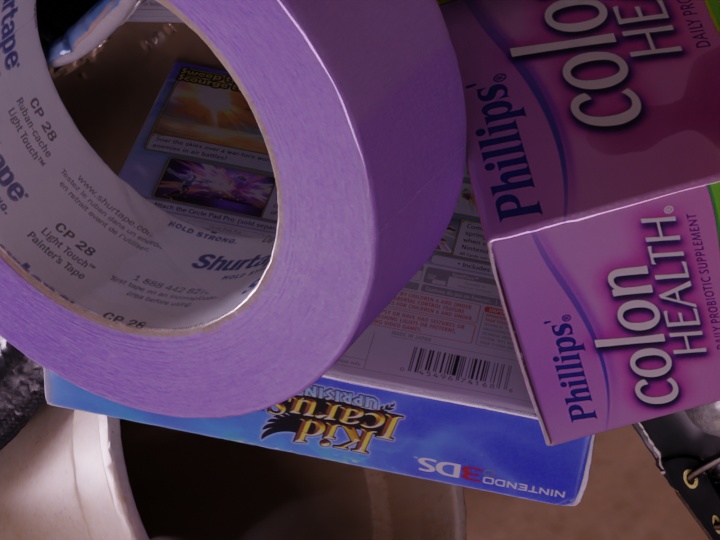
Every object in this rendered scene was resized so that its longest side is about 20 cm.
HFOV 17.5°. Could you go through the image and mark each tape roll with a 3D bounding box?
[{"bbox_3d":[-0.068,-0.052,0.754,0.200,0.066,0.200,17,128,24],"label":"tape roll"}]

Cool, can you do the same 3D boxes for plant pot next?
[{"bbox_3d":[-0.088,0.108,1.003,0.183,0.201,0.200,-26,115,38],"label":"plant pot"}]

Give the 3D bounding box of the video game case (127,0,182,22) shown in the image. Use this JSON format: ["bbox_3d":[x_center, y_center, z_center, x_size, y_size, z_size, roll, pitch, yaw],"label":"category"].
[{"bbox_3d":[-0.067,-0.175,0.857,0.200,0.024,0.182,3,124,17],"label":"video game case"}]

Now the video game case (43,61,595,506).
[{"bbox_3d":[0.000,0.000,0.899,0.200,0.181,0.045,11,128,6],"label":"video game case"}]

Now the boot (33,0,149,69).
[{"bbox_3d":[-0.060,-0.150,0.796,0.074,0.096,0.200,32,127,-4],"label":"boot"}]

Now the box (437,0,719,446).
[{"bbox_3d":[0.134,-0.056,0.799,0.200,0.176,0.097,-16,130,5],"label":"box"}]

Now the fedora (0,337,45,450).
[{"bbox_3d":[-0.176,-0.016,0.972,0.200,0.092,0.201,5,104,23],"label":"fedora"}]

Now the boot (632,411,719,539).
[{"bbox_3d":[0.163,0.111,0.953,0.073,0.154,0.204,-32,112,29],"label":"boot"}]

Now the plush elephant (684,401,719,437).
[{"bbox_3d":[0.221,0.018,0.876,0.155,0.165,0.200,-25,125,26],"label":"plush elephant"}]
